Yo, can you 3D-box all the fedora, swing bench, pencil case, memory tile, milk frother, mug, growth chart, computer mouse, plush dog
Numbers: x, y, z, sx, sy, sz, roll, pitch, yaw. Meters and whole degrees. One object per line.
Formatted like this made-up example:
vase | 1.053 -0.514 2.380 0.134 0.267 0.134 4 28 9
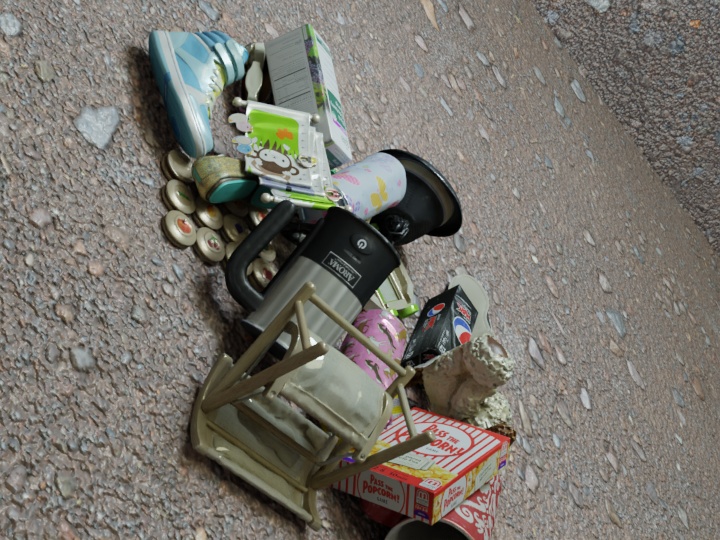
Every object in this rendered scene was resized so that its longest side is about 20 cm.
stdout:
fedora | 0.067 -0.099 1.711 0.092 0.200 0.201 -47 107 -23
swing bench | -0.059 0.159 1.230 0.199 0.200 0.130 42 18 -31
pencil case | 0.012 0.132 1.419 0.200 0.082 0.087 -76 152 -57
memory tile | -0.182 -0.063 1.417 0.200 0.017 0.154 31 38 -40
pencil case | -0.011 -0.112 1.548 0.200 0.090 0.084 -32 126 -57
milk frother | -0.071 0.023 1.384 0.180 0.188 0.200 36 -14 13
mug | 0.105 0.310 1.403 0.178 0.133 0.200 57 25 -7
growth chart | -0.099 -0.153 1.430 0.144 0.018 0.201 3 50 -25
computer mouse | 0.000 0.000 1.506 0.046 0.201 0.140 33 12 -3
plush dog | 0.158 0.195 1.524 0.200 0.160 0.173 44 21 -83

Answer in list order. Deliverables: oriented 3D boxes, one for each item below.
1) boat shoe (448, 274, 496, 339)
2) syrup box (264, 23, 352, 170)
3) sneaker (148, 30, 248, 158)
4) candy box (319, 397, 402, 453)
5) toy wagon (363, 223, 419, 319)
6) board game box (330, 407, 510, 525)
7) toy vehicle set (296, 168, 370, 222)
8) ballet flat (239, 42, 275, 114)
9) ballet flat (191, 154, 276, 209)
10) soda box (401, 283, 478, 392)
boat shoe | 0.191 0.098 1.835 0.063 0.072 0.201 93 -14 -52
syrup box | -0.077 -0.247 1.570 0.079 0.081 0.201 38 36 -61
sneaker | -0.200 -0.247 1.441 0.130 0.080 0.201 -13 67 -21
candy box | 0.008 0.194 1.462 0.199 0.026 0.103 3 57 -57
toy wagon | 0.013 0.007 1.638 0.200 0.039 0.156 -9 71 -59
board game box | 0.080 0.246 1.378 0.200 0.151 0.047 -20 119 -54
toy vehicle set | -0.069 -0.126 1.603 0.200 0.027 0.125 39 33 -10
ballet flat | -0.154 -0.295 1.619 0.071 0.069 0.201 91 -2 -51
ballet flat | -0.155 -0.125 1.443 0.200 0.070 0.071 -3 66 -59
soda box | 0.128 0.104 1.693 0.064 0.070 0.200 54 29 -15
